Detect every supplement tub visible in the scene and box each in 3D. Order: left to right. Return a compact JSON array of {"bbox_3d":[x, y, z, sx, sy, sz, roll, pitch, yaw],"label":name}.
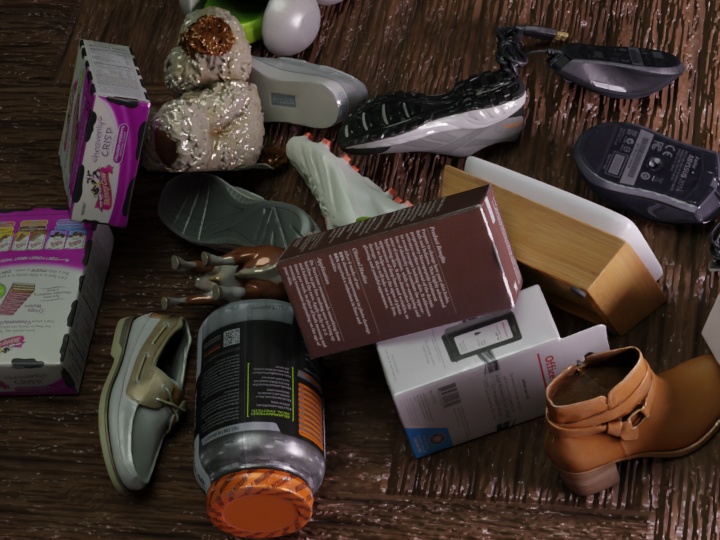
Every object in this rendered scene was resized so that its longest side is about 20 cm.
[{"bbox_3d":[-0.093,0.137,1.589,0.122,0.123,0.201,-9,52,9],"label":"supplement tub"}]

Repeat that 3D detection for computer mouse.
[{"bbox_3d":[0.233,-0.217,1.803,0.199,0.046,0.141,3,23,-4],"label":"computer mouse"},{"bbox_3d":[0.302,-0.079,1.687,0.199,0.053,0.139,23,61,15],"label":"computer mouse"}]

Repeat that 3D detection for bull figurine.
[{"bbox_3d":[-0.108,0.005,1.665,0.121,0.200,0.066,-1,80,-32],"label":"bull figurine"}]

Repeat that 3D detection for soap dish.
[{"bbox_3d":[0.177,-0.021,1.616,0.199,0.157,0.081,26,81,29],"label":"soap dish"}]

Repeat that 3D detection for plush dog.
[{"bbox_3d":[-0.154,-0.192,1.807,0.159,0.200,0.173,-3,94,-15],"label":"plush dog"}]

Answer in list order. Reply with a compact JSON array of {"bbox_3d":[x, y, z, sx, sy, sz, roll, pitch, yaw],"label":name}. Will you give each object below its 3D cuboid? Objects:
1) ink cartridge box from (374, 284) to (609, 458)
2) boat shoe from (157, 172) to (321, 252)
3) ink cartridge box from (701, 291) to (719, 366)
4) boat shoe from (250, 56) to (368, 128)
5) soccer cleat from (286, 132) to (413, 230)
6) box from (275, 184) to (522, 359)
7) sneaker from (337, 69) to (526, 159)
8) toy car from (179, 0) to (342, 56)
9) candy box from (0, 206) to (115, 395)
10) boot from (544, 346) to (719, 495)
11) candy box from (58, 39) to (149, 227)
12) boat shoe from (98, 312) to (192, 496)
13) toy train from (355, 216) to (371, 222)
[{"bbox_3d":[0.125,0.087,1.568,0.199,0.116,0.068,-19,53,1],"label":"ink cartridge box"},{"bbox_3d":[-0.123,-0.049,1.780,0.201,0.065,0.075,14,78,30],"label":"boat shoe"},{"bbox_3d":[0.407,0.092,1.478,0.146,0.083,0.201,-5,48,-19],"label":"ink cartridge box"},{"bbox_3d":[-0.079,-0.202,1.872,0.199,0.072,0.068,9,23,40],"label":"boat shoe"},{"bbox_3d":[-0.021,-0.073,1.761,0.078,0.069,0.200,-49,55,-4],"label":"soccer cleat"},{"bbox_3d":[0.036,0.001,1.542,0.199,0.101,0.075,-14,16,18],"label":"box"},{"bbox_3d":[0.076,-0.144,1.770,0.199,0.080,0.074,-10,43,2],"label":"sneaker"},{"bbox_3d":[-0.111,-0.349,1.933,0.174,0.150,0.200,23,64,28],"label":"toy car"},{"bbox_3d":[-0.342,0.031,1.776,0.136,0.061,0.201,-1,53,14],"label":"candy box"},{"bbox_3d":[0.248,0.106,1.494,0.200,0.155,0.074,-35,53,-11],"label":"boot"},{"bbox_3d":[-0.269,-0.146,1.785,0.061,0.137,0.200,9,20,-16],"label":"candy box"},{"bbox_3d":[-0.206,0.122,1.662,0.068,0.075,0.201,-12,51,14],"label":"boat shoe"},{"bbox_3d":[0.000,0.000,1.671,0.199,0.085,0.116,1,71,23],"label":"toy train"}]
